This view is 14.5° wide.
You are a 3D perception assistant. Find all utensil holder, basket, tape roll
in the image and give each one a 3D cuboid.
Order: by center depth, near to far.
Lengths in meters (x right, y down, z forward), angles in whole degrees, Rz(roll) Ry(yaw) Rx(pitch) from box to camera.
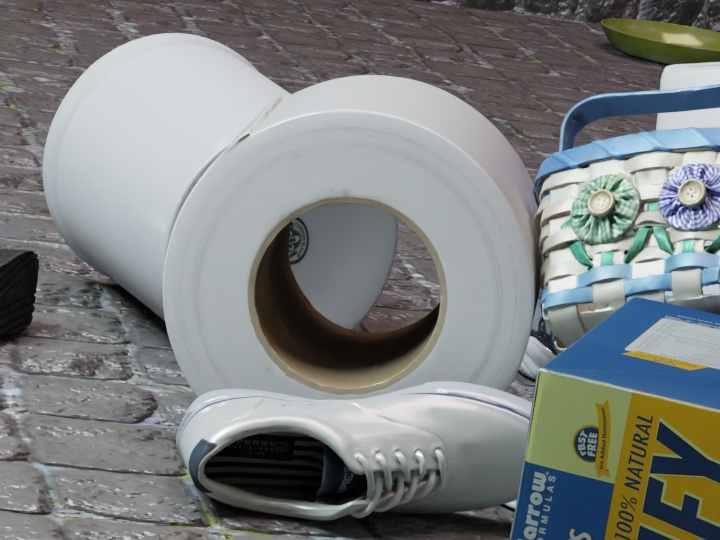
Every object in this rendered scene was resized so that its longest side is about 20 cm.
[{"bbox_3d":[0.184,-0.029,1.536,0.176,0.139,0.200,-8,41,23],"label":"basket"},{"bbox_3d":[0.000,0.000,1.561,0.202,0.203,0.139,10,13,4],"label":"tape roll"},{"bbox_3d":[-0.087,-0.044,1.774,0.170,0.170,0.200,2,16,-28],"label":"utensil holder"}]

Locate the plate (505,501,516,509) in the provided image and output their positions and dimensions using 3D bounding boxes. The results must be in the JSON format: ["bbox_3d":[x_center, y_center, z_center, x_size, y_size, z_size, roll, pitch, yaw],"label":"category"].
[{"bbox_3d":[0.149,0.110,1.581,0.200,0.026,0.200,8,13,-2],"label":"plate"}]

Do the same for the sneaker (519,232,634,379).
[{"bbox_3d":[0.153,0.022,1.768,0.075,0.114,0.200,5,13,-19],"label":"sneaker"}]

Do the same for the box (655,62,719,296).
[{"bbox_3d":[0.288,-0.011,1.647,0.200,0.200,0.171,-2,-14,37],"label":"box"}]

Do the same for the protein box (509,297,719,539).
[{"bbox_3d":[0.190,0.112,1.346,0.198,0.135,0.200,13,13,16],"label":"protein box"}]

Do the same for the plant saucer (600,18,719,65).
[{"bbox_3d":[0.388,-0.272,3.433,0.199,0.031,0.200,9,13,-2],"label":"plant saucer"}]

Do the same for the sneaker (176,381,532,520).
[{"bbox_3d":[0.006,0.101,1.446,0.199,0.073,0.071,-1,22,-4],"label":"sneaker"}]

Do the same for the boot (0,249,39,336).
[{"bbox_3d":[-0.281,0.012,1.650,0.130,0.068,0.200,8,4,15],"label":"boot"}]
